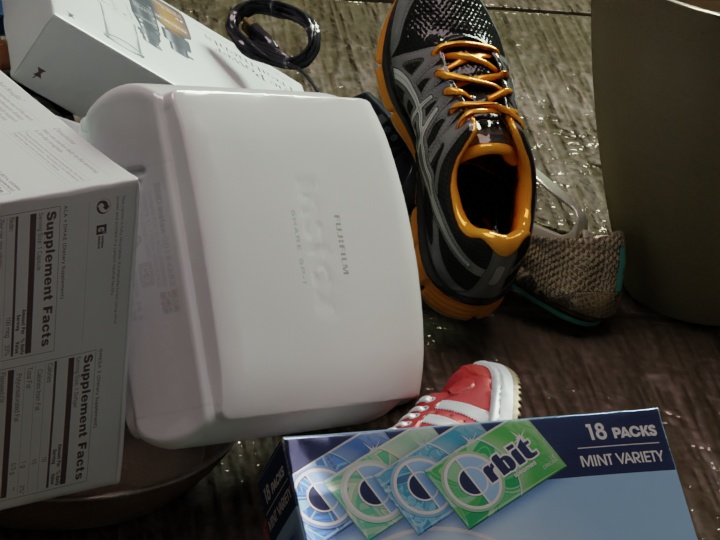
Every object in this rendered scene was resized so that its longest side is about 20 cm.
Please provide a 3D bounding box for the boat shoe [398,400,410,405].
[{"bbox_3d":[0.000,0.000,1.457,0.073,0.067,0.200,-1,26,-17],"label":"boat shoe"}]

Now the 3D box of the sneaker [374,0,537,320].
[{"bbox_3d":[0.061,-0.078,1.468,0.078,0.201,0.077,-3,-18,-20],"label":"sneaker"}]

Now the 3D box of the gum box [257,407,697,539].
[{"bbox_3d":[0.063,0.157,1.050,0.169,0.045,0.201,-3,61,-21],"label":"gum box"}]

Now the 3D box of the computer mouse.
[{"bbox_3d":[-0.019,-0.094,1.558,0.059,0.034,0.200,-38,52,2],"label":"computer mouse"}]

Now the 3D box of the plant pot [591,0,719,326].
[{"bbox_3d":[0.210,-0.077,1.518,0.186,0.201,0.188,6,24,-3],"label":"plant pot"}]

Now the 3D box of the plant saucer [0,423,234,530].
[{"bbox_3d":[-0.156,0.073,1.303,0.199,0.035,0.201,7,25,-3],"label":"plant saucer"}]

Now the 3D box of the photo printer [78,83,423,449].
[{"bbox_3d":[-0.042,-0.004,1.276,0.069,0.168,0.200,-13,-6,33],"label":"photo printer"}]

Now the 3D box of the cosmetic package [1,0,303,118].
[{"bbox_3d":[-0.116,-0.112,1.583,0.199,0.052,0.151,30,20,-23],"label":"cosmetic package"}]

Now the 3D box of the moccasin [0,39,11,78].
[{"bbox_3d":[-0.274,-0.116,1.617,0.200,0.074,0.078,-18,68,-29],"label":"moccasin"}]

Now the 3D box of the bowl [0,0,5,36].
[{"bbox_3d":[-0.289,-0.175,1.688,0.199,0.040,0.201,1,0,0],"label":"bowl"}]

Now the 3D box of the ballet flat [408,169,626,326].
[{"bbox_3d":[0.070,-0.034,1.536,0.199,0.076,0.068,23,17,31],"label":"ballet flat"}]

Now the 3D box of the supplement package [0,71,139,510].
[{"bbox_3d":[-0.199,-0.002,1.229,0.110,0.157,0.200,-11,30,-32],"label":"supplement package"}]

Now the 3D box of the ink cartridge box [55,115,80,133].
[{"bbox_3d":[-0.168,-0.031,1.359,0.199,0.094,0.044,20,-14,48],"label":"ink cartridge box"}]

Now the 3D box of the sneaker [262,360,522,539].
[{"bbox_3d":[0.015,0.096,1.256,0.112,0.072,0.200,10,27,-1],"label":"sneaker"}]

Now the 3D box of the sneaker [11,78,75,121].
[{"bbox_3d":[-0.199,-0.055,1.498,0.076,0.084,0.200,4,28,-4],"label":"sneaker"}]
